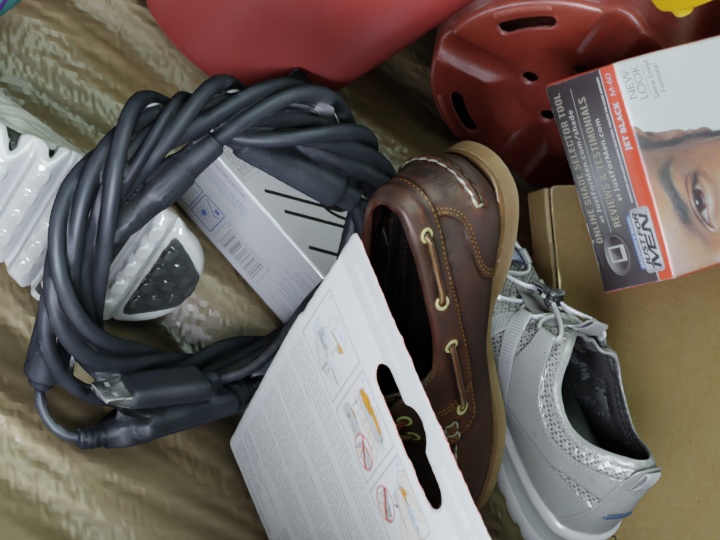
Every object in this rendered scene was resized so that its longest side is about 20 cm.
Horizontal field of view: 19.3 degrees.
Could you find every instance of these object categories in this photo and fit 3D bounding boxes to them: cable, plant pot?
[{"bbox_3d":[-0.058,-0.011,0.933,0.200,0.163,0.051,-15,30,-35],"label":"cable"},{"bbox_3d":[-0.016,-0.191,1.094,0.200,0.177,0.201,24,45,-26],"label":"plant pot"},{"bbox_3d":[0.132,-0.164,1.203,0.201,0.201,0.195,31,51,-18],"label":"plant pot"}]

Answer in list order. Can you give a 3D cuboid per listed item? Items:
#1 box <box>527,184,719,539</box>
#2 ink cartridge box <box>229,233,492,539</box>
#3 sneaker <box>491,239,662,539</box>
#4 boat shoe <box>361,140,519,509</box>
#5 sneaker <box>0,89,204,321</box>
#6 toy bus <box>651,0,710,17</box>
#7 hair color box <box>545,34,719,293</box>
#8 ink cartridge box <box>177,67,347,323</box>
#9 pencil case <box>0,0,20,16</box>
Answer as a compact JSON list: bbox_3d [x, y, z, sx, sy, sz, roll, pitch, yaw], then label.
[{"bbox_3d":[0.166,0.057,1.089,0.163,0.021,0.200,0,81,-30],"label":"box"},{"bbox_3d":[0.014,0.094,0.872,0.047,0.200,0.160,-13,66,-25],"label":"ink cartridge box"},{"bbox_3d":[0.086,0.031,1.007,0.075,0.082,0.200,-11,68,-44],"label":"sneaker"},{"bbox_3d":[0.023,0.040,0.952,0.070,0.200,0.070,21,36,33],"label":"boat shoe"},{"bbox_3d":[-0.155,-0.045,0.942,0.200,0.075,0.081,30,24,-26],"label":"sneaker"},{"bbox_3d":[0.172,-0.196,1.046,0.200,0.136,0.192,50,52,-14],"label":"toy bus"},{"bbox_3d":[0.202,-0.068,1.081,0.200,0.064,0.111,-17,91,-29],"label":"hair color box"},{"bbox_3d":[0.000,0.000,1.055,0.200,0.044,0.094,49,42,2],"label":"ink cartridge box"},{"bbox_3d":[-0.175,-0.181,1.018,0.092,0.085,0.200,64,34,-21],"label":"pencil case"}]
